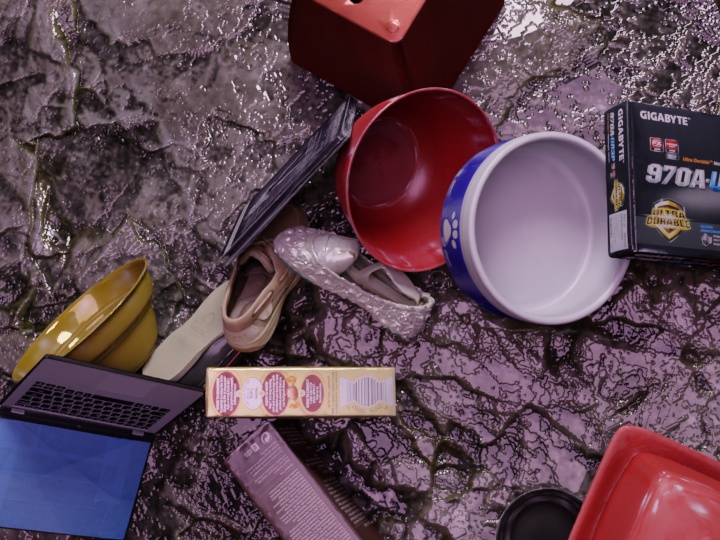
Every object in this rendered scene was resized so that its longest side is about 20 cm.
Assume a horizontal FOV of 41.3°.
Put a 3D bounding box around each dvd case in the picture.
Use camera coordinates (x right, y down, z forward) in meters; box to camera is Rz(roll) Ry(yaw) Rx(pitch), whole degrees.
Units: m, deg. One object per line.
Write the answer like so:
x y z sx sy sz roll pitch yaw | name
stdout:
-0.078 -0.102 1.063 0.016 0.149 0.200 41 110 -15 | dvd case

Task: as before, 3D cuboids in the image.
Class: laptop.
-0.299 0.201 1.046 0.200 0.186 0.117 -38 47 39 | laptop

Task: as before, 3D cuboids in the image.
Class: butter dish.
0.325 0.283 0.950 0.198 0.148 0.201 25 85 0 | butter dish

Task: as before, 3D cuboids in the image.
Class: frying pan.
0.233 0.312 1.031 0.189 0.031 0.115 33 90 1 | frying pan

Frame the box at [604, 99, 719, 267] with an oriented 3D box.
0.354 -0.087 1.016 0.199 0.046 0.160 5 80 -22 | box

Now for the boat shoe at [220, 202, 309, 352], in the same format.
-0.106 -0.006 1.084 0.071 0.065 0.201 5 54 14 | boat shoe

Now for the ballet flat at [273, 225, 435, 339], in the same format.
0.000 0.000 1.068 0.199 0.072 0.072 33 88 -11 | ballet flat

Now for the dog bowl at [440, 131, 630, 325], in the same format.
0.189 -0.044 1.023 0.199 0.079 0.202 0 91 -20 | dog bowl

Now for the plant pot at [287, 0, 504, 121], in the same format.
0.030 -0.310 1.083 0.199 0.176 0.201 31 87 13 | plant pot

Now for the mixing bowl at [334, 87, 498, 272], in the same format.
0.047 -0.110 1.063 0.201 0.200 0.108 -56 34 -2 | mixing bowl

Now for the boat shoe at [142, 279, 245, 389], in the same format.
-0.161 0.075 1.119 0.201 0.063 0.074 -43 47 -12 | boat shoe

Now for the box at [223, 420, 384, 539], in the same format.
-0.054 0.264 1.052 0.075 0.100 0.200 -42 77 1 | box

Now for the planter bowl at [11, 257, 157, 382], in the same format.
-0.296 0.083 1.100 0.200 0.200 0.084 -38 110 2 | planter bowl

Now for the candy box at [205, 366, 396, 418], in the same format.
-0.066 0.134 1.040 0.198 0.115 0.056 1 81 -6 | candy box
